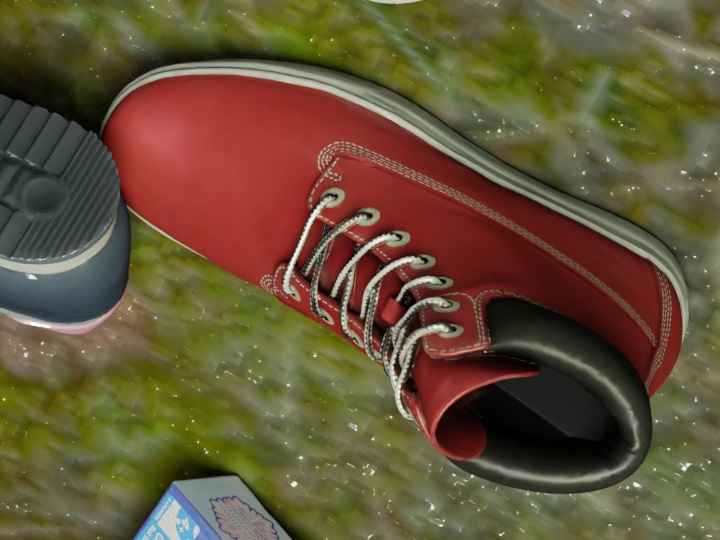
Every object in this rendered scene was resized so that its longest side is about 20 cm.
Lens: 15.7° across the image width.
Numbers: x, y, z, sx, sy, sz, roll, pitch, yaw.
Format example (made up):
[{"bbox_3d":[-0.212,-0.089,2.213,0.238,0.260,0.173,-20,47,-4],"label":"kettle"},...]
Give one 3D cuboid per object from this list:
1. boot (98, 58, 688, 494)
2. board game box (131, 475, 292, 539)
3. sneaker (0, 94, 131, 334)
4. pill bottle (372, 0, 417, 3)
[{"bbox_3d":[0.000,0.000,0.794,0.200,0.144,0.072,22,111,6],"label":"boot"},{"bbox_3d":[-0.045,0.209,0.874,0.200,0.041,0.200,45,112,26],"label":"board game box"},{"bbox_3d":[-0.162,-0.036,0.859,0.200,0.082,0.070,30,67,20],"label":"sneaker"},{"bbox_3d":[-0.041,-0.151,0.721,0.114,0.200,0.114,-16,65,37],"label":"pill bottle"}]
